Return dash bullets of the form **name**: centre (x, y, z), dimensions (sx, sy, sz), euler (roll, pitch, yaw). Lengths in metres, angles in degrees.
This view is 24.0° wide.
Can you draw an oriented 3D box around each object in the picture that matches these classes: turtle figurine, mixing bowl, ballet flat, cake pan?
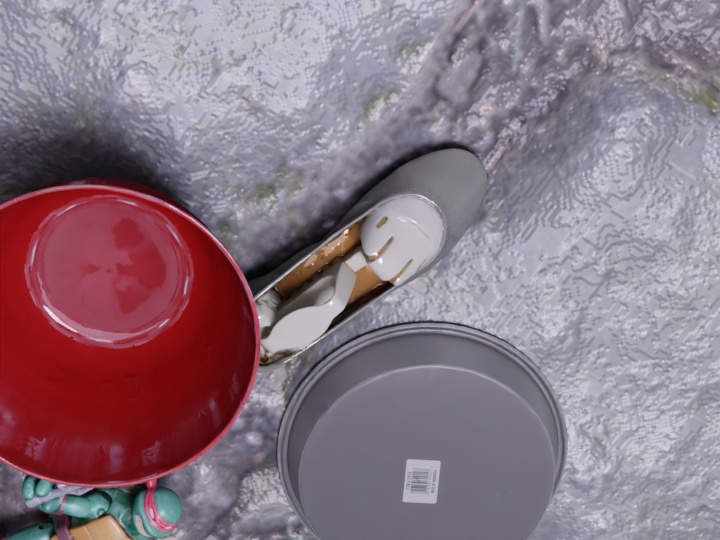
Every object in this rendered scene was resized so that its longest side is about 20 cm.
- **turtle figurine**: centre (-0.184, 0.190, 1.126), dimensions (0.200, 0.101, 0.150), euler (-27, 103, 25)
- **mixing bowl**: centre (-0.160, 0.022, 1.042), dimensions (0.199, 0.108, 0.201), euler (-1, 113, -2)
- **ballet flat**: centre (0.000, 0.000, 1.065), dimensions (0.200, 0.064, 0.067), euler (-35, 112, 13)
- **cake pan**: centre (0.043, 0.132, 1.143), dimensions (0.199, 0.037, 0.201), euler (-1, 115, -2)
